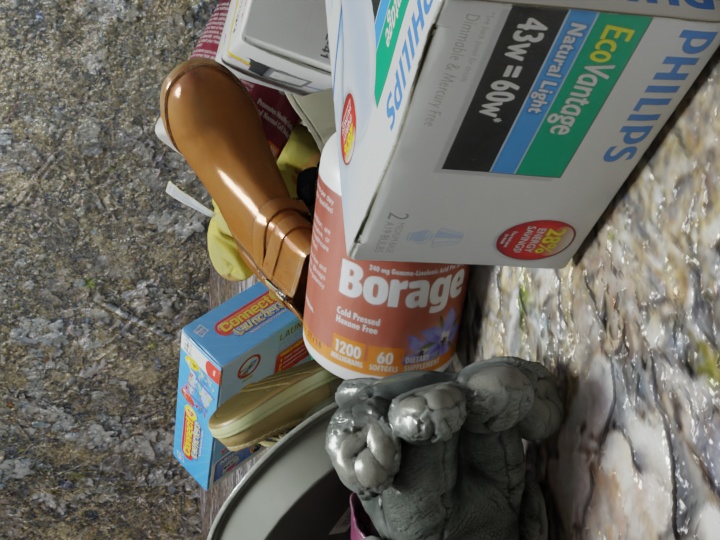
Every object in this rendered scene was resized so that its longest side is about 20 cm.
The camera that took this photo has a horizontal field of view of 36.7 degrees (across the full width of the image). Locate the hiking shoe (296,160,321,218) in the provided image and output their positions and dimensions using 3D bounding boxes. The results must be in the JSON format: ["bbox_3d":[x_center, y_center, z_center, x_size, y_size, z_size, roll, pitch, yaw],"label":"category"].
[{"bbox_3d":[0.002,-0.063,0.864,0.200,0.100,0.076,114,153,-62],"label":"hiking shoe"}]

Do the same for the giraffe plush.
[{"bbox_3d":[-0.081,-0.081,1.151,0.172,0.200,0.163,-28,24,54],"label":"giraffe plush"}]

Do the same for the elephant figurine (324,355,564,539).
[{"bbox_3d":[0.055,0.156,0.579,0.155,0.141,0.201,-20,-84,-73],"label":"elephant figurine"}]

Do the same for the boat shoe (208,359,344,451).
[{"bbox_3d":[-0.024,0.097,0.801,0.073,0.200,0.064,-17,93,40],"label":"boat shoe"}]

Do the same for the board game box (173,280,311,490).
[{"bbox_3d":[-0.083,0.088,1.043,0.056,0.200,0.196,40,141,23],"label":"board game box"}]

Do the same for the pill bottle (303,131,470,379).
[{"bbox_3d":[0.023,-0.031,0.733,0.112,0.111,0.201,-110,23,-59],"label":"pill bottle"}]

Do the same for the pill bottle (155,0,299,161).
[{"bbox_3d":[-0.095,-0.188,0.997,0.201,0.114,0.114,-64,10,-6],"label":"pill bottle"}]

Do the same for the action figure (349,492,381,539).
[{"bbox_3d":[0.035,0.230,0.762,0.149,0.133,0.201,28,120,45],"label":"action figure"}]

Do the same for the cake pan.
[{"bbox_3d":[-0.022,0.170,0.802,0.037,0.200,0.201,45,142,29],"label":"cake pan"}]

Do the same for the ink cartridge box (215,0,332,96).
[{"bbox_3d":[-0.042,-0.211,0.788,0.200,0.085,0.149,-157,83,-77],"label":"ink cartridge box"}]

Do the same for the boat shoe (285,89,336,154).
[{"bbox_3d":[-0.027,-0.166,0.970,0.063,0.072,0.201,-98,-10,-49],"label":"boat shoe"}]

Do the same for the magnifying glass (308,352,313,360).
[{"bbox_3d":[0.000,0.000,0.964,0.022,0.079,0.201,138,142,-71],"label":"magnifying glass"}]

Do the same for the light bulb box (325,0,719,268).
[{"bbox_3d":[0.061,-0.135,0.533,0.199,0.124,0.201,111,157,-58],"label":"light bulb box"}]

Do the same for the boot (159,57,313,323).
[{"bbox_3d":[-0.074,-0.055,0.826,0.155,0.073,0.200,52,171,45],"label":"boot"}]
